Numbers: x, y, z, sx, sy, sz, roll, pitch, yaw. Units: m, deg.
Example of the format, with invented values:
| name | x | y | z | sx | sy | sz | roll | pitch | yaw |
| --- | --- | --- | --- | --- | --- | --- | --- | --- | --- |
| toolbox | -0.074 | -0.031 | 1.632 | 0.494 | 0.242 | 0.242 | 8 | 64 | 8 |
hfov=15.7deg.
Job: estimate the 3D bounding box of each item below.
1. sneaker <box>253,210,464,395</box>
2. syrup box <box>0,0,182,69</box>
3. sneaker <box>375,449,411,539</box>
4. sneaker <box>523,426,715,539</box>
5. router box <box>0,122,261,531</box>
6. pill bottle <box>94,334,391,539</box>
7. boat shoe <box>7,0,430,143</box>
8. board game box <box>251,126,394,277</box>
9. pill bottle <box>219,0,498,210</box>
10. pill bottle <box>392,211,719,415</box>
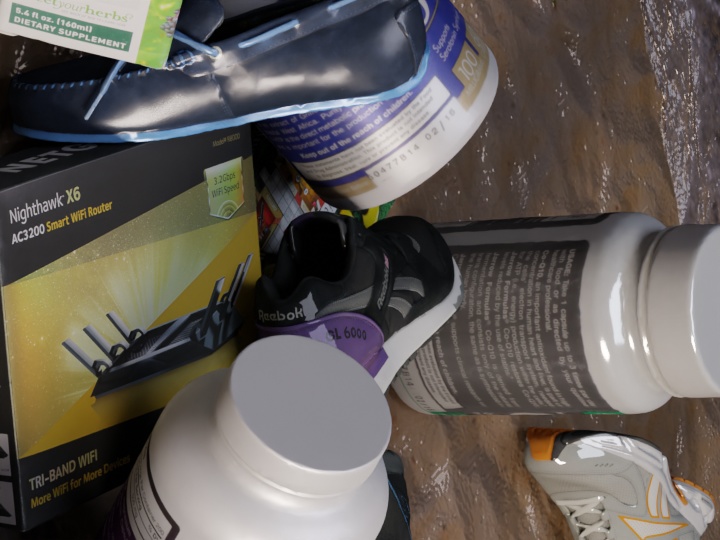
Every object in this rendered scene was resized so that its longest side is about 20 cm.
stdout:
| name | x | y | z | sx | sy | sz | roll | pitch | yaw |
| --- | --- | --- | --- | --- | --- | --- | --- | --- | --- |
| sneaker | 0.000 | 0.000 | 1.344 | 0.200 | 0.076 | 0.088 | -58 | 139 | -60 |
| syrup box | -0.099 | -0.186 | 1.108 | 0.200 | 0.079 | 0.082 | 111 | -11 | -51 |
| sneaker | -0.009 | 0.134 | 1.336 | 0.200 | 0.073 | 0.082 | 51 | 20 | -79 |
| sneaker | 0.162 | 0.161 | 1.644 | 0.200 | 0.076 | 0.092 | 34 | 65 | -49 |
| router box | -0.122 | 0.017 | 1.234 | 0.200 | 0.052 | 0.158 | -25 | 115 | -54 |
| pill bottle | -0.058 | 0.122 | 1.197 | 0.112 | 0.200 | 0.113 | 16 | 43 | -16 |
| boat shoe | -0.070 | -0.108 | 1.235 | 0.084 | 0.200 | 0.069 | -124 | -156 | -66 |
| board game box | -0.029 | -0.039 | 1.417 | 0.105 | 0.023 | 0.200 | 62 | 42 | -36 |
| pill bottle | -0.032 | -0.138 | 1.322 | 0.200 | 0.120 | 0.120 | 48 | 49 | -28 |
| pill bottle | 0.118 | 0.025 | 1.471 | 0.113 | 0.200 | 0.113 | 5 | 84 | -55 |
